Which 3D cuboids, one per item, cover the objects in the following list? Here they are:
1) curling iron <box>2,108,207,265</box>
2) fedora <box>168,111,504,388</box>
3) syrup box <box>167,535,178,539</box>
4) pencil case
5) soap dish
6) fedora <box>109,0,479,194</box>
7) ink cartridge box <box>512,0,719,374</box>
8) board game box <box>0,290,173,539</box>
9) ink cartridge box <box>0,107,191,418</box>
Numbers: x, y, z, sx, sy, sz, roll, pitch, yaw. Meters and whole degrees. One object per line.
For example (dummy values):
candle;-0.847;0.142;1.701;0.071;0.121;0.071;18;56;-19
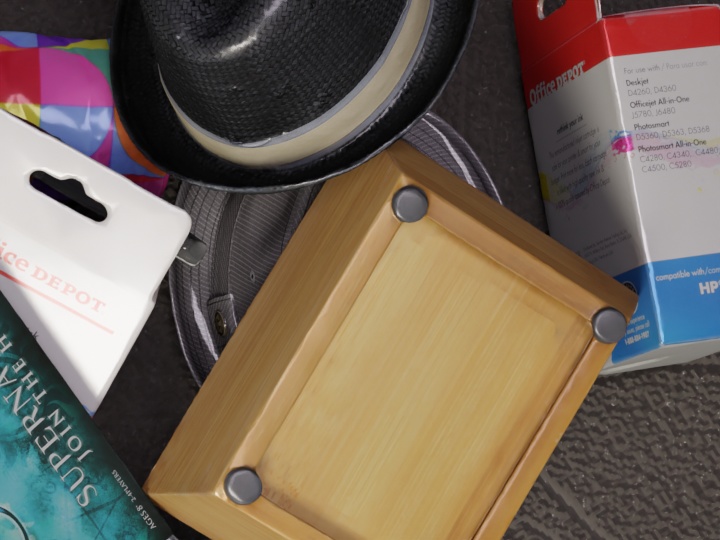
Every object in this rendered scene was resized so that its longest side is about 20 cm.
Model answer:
curling iron;-0.146;-0.064;1.342;0.200;0.026;0.050;41;103;-21
fedora;0.000;0.000;1.409;0.176;0.090;0.201;-1;81;-12
syrup box;-0.061;0.204;1.369;0.200;0.081;0.079;42;78;-3
pencil case;-0.184;-0.079;1.390;0.199;0.088;0.089;5;80;-12
soap dish;0.019;0.057;1.327;0.157;0.081;0.200;32;85;-14
fedora;-0.041;-0.138;1.316;0.200;0.092;0.201;-8;62;15
ink cartridge box;0.136;-0.056;1.431;0.067;0.116;0.201;-7;83;-18
board game box;-0.185;0.078;1.265;0.135;0.028;0.200;-43;105;-32
ink cartridge box;-0.167;0.027;1.342;0.116;0.068;0.200;29;104;-6
